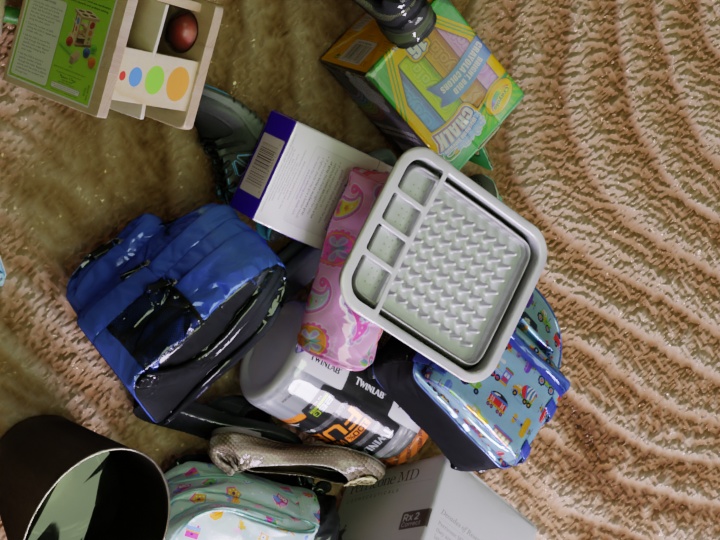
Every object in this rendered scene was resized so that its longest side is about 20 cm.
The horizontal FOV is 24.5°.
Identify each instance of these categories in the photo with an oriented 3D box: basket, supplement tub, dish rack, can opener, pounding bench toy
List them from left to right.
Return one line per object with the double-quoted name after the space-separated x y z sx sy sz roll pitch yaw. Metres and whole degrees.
-0.289 0.225 1.635 0.135 0.200 0.181 29 91 -29 "basket"
-0.256 -0.226 1.589 0.156 0.199 0.125 2 107 -58 "pounding bench toy"
-0.035 -0.050 1.773 0.200 0.053 0.067 -46 122 -8 "can opener"
-0.021 0.126 1.785 0.199 0.122 0.123 30 89 -28 "supplement tub"
0.075 -0.004 1.603 0.199 0.043 0.173 33 77 -26 "dish rack"

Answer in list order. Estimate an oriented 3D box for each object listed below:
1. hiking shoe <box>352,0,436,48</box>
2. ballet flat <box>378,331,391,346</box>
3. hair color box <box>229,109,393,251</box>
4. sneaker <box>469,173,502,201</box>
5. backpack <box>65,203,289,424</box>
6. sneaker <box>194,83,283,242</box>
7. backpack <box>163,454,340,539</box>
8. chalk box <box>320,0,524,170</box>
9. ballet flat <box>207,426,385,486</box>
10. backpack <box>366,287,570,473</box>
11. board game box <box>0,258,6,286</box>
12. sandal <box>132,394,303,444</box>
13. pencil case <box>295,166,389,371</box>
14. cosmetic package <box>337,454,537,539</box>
-0.004 -0.310 1.644 0.076 0.200 0.101 -45 156 -9 "hiking shoe"
0.097 0.086 1.865 0.198 0.065 0.071 11 96 -28 "ballet flat"
-0.024 -0.074 1.700 0.199 0.065 0.110 24 94 -33 "hair color box"
0.082 -0.032 1.808 0.091 0.077 0.201 43 69 -33 "sneaker"
-0.180 0.023 1.651 0.200 0.163 0.168 -39 79 -8 "backpack"
-0.124 -0.112 1.700 0.200 0.073 0.082 45 77 -28 "sneaker"
-0.134 0.280 1.763 0.199 0.127 0.168 23 102 -24 "backpack"
0.079 -0.188 1.755 0.124 0.124 0.200 -48 119 -7 "chalk box"
-0.067 0.207 1.754 0.198 0.067 0.047 14 60 -21 "ballet flat"
0.136 0.088 1.738 0.183 0.134 0.200 48 63 -17 "backpack"
-0.458 -0.045 1.583 0.198 0.026 0.202 -21 111 -20 "board game box"
-0.144 0.153 1.765 0.199 0.075 0.048 21 61 -26 "sandal"
0.000 0.000 1.655 0.087 0.087 0.202 11 101 -28 "pencil case"
0.066 0.338 1.815 0.165 0.164 0.201 40 50 -28 "cosmetic package"
